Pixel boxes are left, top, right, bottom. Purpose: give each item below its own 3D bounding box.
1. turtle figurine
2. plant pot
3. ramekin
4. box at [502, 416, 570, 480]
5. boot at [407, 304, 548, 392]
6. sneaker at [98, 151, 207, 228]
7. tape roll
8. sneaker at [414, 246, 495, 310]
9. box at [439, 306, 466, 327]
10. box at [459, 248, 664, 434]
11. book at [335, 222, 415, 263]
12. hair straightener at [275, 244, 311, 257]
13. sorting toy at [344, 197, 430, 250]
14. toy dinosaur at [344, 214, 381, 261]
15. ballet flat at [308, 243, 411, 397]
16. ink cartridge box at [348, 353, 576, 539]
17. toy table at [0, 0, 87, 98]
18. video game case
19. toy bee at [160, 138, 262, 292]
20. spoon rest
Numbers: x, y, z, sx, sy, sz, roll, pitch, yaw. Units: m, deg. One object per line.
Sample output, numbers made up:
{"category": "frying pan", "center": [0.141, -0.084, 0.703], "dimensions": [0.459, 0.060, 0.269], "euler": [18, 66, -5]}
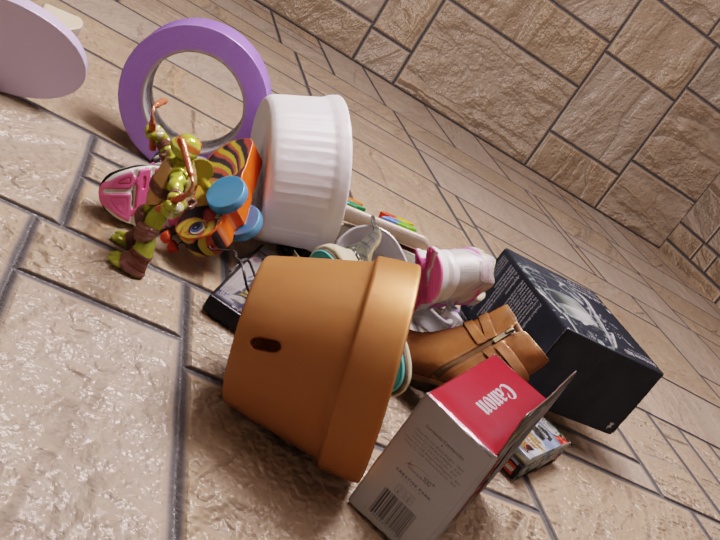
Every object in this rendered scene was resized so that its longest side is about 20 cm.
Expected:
{"category": "turtle figurine", "center": [-0.204, -0.084, 0.857], "dimensions": [0.064, 0.162, 0.201], "euler": [19, 25, -34]}
{"category": "plant pot", "center": [-0.039, 0.073, 0.750], "dimensions": [0.138, 0.202, 0.200], "euler": [16, 20, 0]}
{"category": "ramekin", "center": [-0.084, -0.125, 1.047], "dimensions": [0.097, 0.202, 0.201], "euler": [4, 29, -18]}
{"category": "box", "center": [0.158, 0.167, 1.045], "dimensions": [0.200, 0.040, 0.136], "euler": [45, 23, 27]}
{"category": "boot", "center": [0.110, 0.085, 0.971], "dimensions": [0.201, 0.154, 0.074], "euler": [53, 3, 31]}
{"category": "sneaker", "center": [-0.236, -0.100, 0.987], "dimensions": [0.087, 0.075, 0.199], "euler": [20, 23, 33]}
{"category": "tape roll", "center": [-0.220, -0.232, 1.118], "dimensions": [0.199, 0.201, 0.066], "euler": [29, 20, -15]}
{"category": "sneaker", "center": [0.115, 0.012, 1.028], "dimensions": [0.087, 0.082, 0.200], "euler": [1, 1, -6]}
{"category": "box", "center": [0.197, 0.123, 1.212], "dimensions": [0.199, 0.042, 0.039], "euler": [37, 19, 3]}
{"category": "box", "center": [0.274, 0.098, 1.156], "dimensions": [0.199, 0.124, 0.197], "euler": [23, 24, -30]}
{"category": "book", "center": [0.075, -0.015, 1.242], "dimensions": [0.198, 0.049, 0.133], "euler": [22, 10, 20]}
{"category": "hair straightener", "center": [-0.107, -0.046, 1.136], "dimensions": [0.076, 0.041, 0.201], "euler": [6, 37, -28]}
{"category": "sorting toy", "center": [0.015, -0.080, 1.263], "dimensions": [0.183, 0.037, 0.200], "euler": [21, 3, -3]}
{"category": "toy dinosaur", "center": [0.000, 0.000, 1.054], "dimensions": [0.089, 0.047, 0.200], "euler": [63, 34, -11]}
{"category": "ballet flat", "center": [0.009, 0.052, 0.936], "dimensions": [0.069, 0.069, 0.201], "euler": [6, 48, -54]}
{"category": "ink cartridge box", "center": [0.104, 0.153, 0.787], "dimensions": [0.084, 0.176, 0.200], "euler": [40, 20, 17]}
{"category": "toy table", "center": [-0.434, -0.306, 1.019], "dimensions": [0.199, 0.183, 0.118], "euler": [30, 35, -38]}
{"category": "video game case", "center": [-0.071, 0.053, 0.959], "dimensions": [0.180, 0.026, 0.200], "euler": [34, 19, -2]}
{"category": "toy bee", "center": [-0.170, -0.065, 0.930], "dimensions": [0.107, 0.132, 0.201], "euler": [-9, 32, 10]}
{"category": "spoon rest", "center": [0.047, 0.021, 1.140], "dimensions": [0.200, 0.100, 0.061], "euler": [41, 3, -5]}
